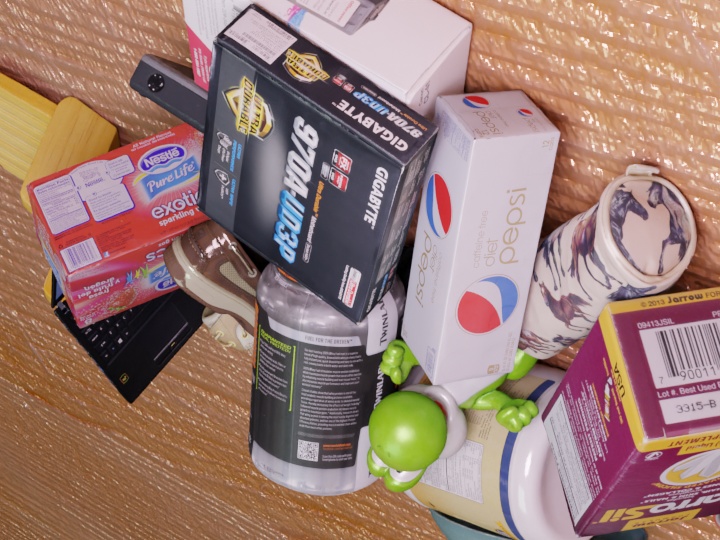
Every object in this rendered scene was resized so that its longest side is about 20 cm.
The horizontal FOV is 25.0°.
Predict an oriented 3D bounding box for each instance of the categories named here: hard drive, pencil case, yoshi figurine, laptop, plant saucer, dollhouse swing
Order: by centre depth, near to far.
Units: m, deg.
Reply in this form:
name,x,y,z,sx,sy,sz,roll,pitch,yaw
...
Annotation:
name,x,y,z,sx,sy,sz,roll,pitch,yaw
pencil case,0.159,-0.005,1.140,0.200,0.077,0.091,138,119,-63
yoshi figurine,0.073,0.085,1.249,0.112,0.201,0.112,36,-179,-38
hard drive,-0.072,-0.102,1.285,0.199,0.033,0.139,33,-172,15
plant saucer,0.154,0.234,1.435,0.197,0.036,0.200,8,-174,-1
laptop,-0.197,-0.001,1.536,0.103,0.178,0.201,4,136,52
dollhouse swing,-0.335,-0.073,1.645,0.174,0.183,0.201,16,152,4

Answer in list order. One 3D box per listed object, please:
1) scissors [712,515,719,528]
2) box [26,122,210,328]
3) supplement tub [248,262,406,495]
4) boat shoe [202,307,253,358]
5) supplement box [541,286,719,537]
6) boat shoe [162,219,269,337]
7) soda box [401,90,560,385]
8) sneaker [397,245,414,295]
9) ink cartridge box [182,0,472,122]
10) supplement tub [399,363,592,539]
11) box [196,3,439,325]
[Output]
name,x,y,z,sx,sy,sz,roll,pitch,yaw
scissors,0.329,0.181,1.277,0.073,0.014,0.201,37,156,14
box,-0.171,-0.047,1.378,0.100,0.198,0.096,60,163,25
supplement tub,-0.027,0.067,1.301,0.122,0.122,0.202,24,122,32
boat shoe,-0.121,0.035,1.556,0.074,0.066,0.202,-144,33,-70
supplement box,0.218,0.101,1.138,0.201,0.129,0.104,103,157,-63
boat shoe,-0.072,0.015,1.359,0.202,0.075,0.075,32,-158,-48
soda box,0.081,-0.021,1.132,0.064,0.067,0.202,-124,34,-49
sneaker,0.000,0.000,1.382,0.112,0.073,0.200,42,156,-4
ink cartridge box,-0.026,-0.154,1.158,0.199,0.086,0.148,32,154,16
supplement tub,0.112,0.143,1.370,0.199,0.145,0.145,13,144,45
box,-0.037,-0.070,1.136,0.158,0.046,0.201,35,148,12
